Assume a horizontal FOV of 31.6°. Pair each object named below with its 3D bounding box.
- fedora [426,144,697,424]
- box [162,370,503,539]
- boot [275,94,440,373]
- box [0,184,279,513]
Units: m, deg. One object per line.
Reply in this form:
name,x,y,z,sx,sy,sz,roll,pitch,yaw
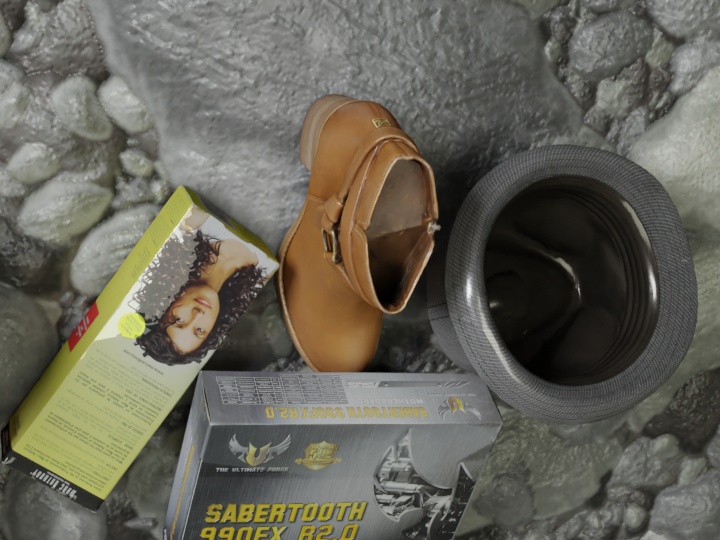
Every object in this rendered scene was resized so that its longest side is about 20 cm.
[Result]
fedora,0.120,0.013,0.840,0.199,0.090,0.179,-18,91,-34
box,-0.022,0.140,0.848,0.198,0.049,0.159,3,130,-20
boot,0.000,0.000,0.774,0.073,0.155,0.202,-9,112,-16
box,-0.141,0.050,0.803,0.075,0.050,0.201,33,96,-26
